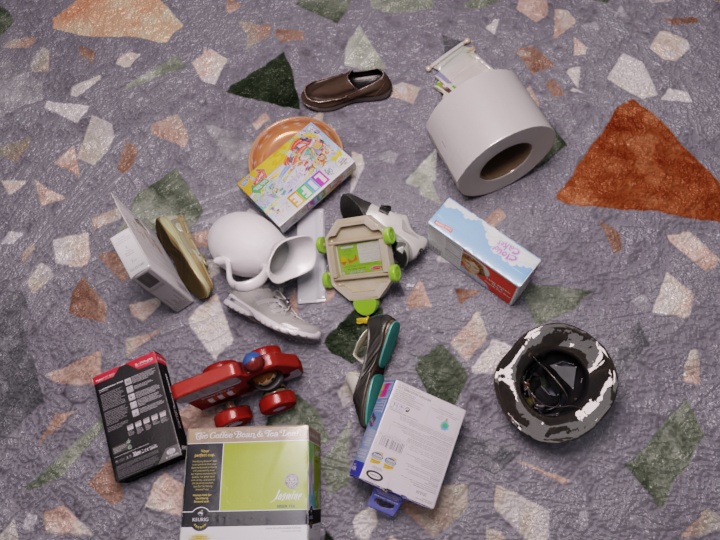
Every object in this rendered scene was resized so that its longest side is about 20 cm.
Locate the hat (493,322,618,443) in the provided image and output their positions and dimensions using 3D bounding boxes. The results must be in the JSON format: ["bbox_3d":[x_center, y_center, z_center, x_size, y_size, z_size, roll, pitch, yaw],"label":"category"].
[{"bbox_3d":[0.329,0.195,1.003,0.200,0.081,0.201,-5,70,13],"label":"hat"}]

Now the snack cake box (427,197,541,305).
[{"bbox_3d":[0.220,-0.033,1.080,0.200,0.115,0.067,37,77,17],"label":"snack cake box"}]

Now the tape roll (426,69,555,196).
[{"bbox_3d":[0.244,-0.256,1.117,0.202,0.203,0.139,-23,69,-3],"label":"tape roll"}]

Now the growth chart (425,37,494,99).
[{"bbox_3d":[0.232,-0.406,1.273,0.145,0.018,0.200,-32,70,-6],"label":"growth chart"}]

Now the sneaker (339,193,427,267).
[{"bbox_3d":[0.045,-0.088,1.149,0.088,0.074,0.200,-31,63,-35],"label":"sneaker"}]

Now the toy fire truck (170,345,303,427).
[{"bbox_3d":[-0.201,0.190,1.008,0.200,0.168,0.112,-20,69,-2],"label":"toy fire truck"}]

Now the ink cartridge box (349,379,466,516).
[{"bbox_3d":[0.072,0.298,0.971,0.136,0.076,0.200,25,71,-6],"label":"ink cartridge box"}]

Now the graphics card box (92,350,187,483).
[{"bbox_3d":[-0.395,0.263,1.063,0.125,0.051,0.200,-23,68,-4],"label":"graphics card box"}]

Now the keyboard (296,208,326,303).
[{"bbox_3d":[-0.098,-0.031,1.169,0.056,0.011,0.200,-6,68,9],"label":"keyboard"}]

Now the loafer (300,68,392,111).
[{"bbox_3d":[-0.033,-0.400,1.268,0.200,0.071,0.073,-12,68,1],"label":"loafer"}]

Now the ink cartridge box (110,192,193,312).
[{"bbox_3d":[-0.398,-0.028,1.094,0.044,0.200,0.174,-34,69,-6],"label":"ink cartridge box"}]

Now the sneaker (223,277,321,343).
[{"bbox_3d":[-0.157,0.070,1.098,0.200,0.075,0.082,24,75,15],"label":"sneaker"}]

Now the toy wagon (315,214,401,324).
[{"bbox_3d":[0.000,0.000,1.101,0.155,0.040,0.200,-6,97,28],"label":"toy wagon"}]

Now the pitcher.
[{"bbox_3d":[-0.209,-0.030,1.085,0.200,0.121,0.171,20,38,36],"label":"pitcher"}]

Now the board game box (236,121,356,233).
[{"bbox_3d":[-0.126,-0.187,1.177,0.200,0.034,0.134,-43,72,-10],"label":"board game box"}]

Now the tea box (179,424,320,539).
[{"bbox_3d":[-0.171,0.358,0.960,0.200,0.134,0.197,-2,70,4],"label":"tea box"}]

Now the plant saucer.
[{"bbox_3d":[-0.132,-0.228,1.231,0.200,0.037,0.200,-2,69,6],"label":"plant saucer"}]

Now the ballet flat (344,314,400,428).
[{"bbox_3d":[0.016,0.174,1.047,0.068,0.068,0.200,11,79,29],"label":"ballet flat"}]

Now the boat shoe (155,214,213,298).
[{"bbox_3d":[-0.335,-0.033,1.164,0.063,0.073,0.201,-21,59,-36],"label":"boat shoe"}]
